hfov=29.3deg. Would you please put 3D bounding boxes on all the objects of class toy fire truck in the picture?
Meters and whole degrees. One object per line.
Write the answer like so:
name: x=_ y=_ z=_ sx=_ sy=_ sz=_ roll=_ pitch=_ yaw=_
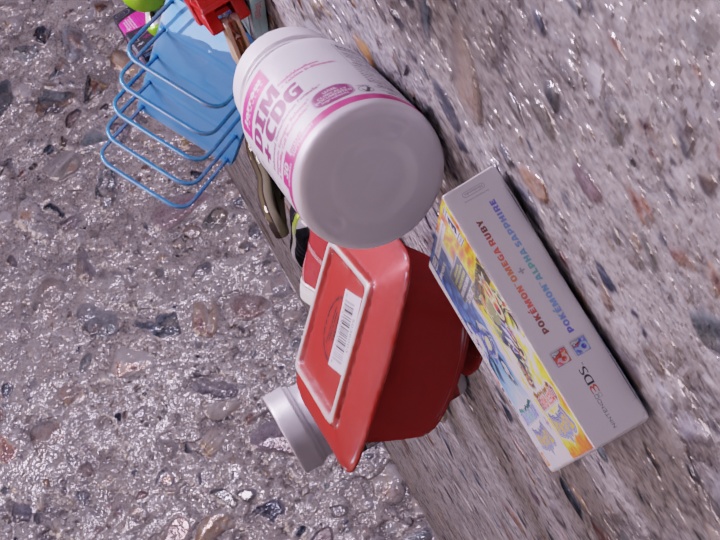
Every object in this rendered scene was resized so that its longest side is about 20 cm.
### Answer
toy fire truck: x=-0.133 y=-0.249 z=1.424 sx=0.141 sy=0.049 sz=0.200 roll=62 pitch=174 yaw=-23

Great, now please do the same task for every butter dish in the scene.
butter dish: x=0.040 y=0.061 z=1.216 sx=0.199 sy=0.147 sz=0.201 roll=-130 pitch=54 yaw=-65

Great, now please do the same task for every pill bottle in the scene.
pill bottle: x=-0.025 y=-0.108 z=1.037 sx=0.114 sy=0.113 sz=0.200 roll=65 pitch=173 yaw=-34
pill bottle: x=0.004 y=0.129 z=1.488 sx=0.116 sy=0.199 sz=0.116 roll=59 pitch=174 yaw=10

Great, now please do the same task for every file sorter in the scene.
file sorter: x=-0.208 y=-0.189 z=1.585 sx=0.138 sy=0.123 sz=0.200 roll=32 pitch=141 yaw=3

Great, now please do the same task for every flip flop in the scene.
flip flop: x=-0.115 y=-0.138 z=1.901 sx=0.081 sy=0.057 sz=0.201 roll=50 pitch=-156 yaw=-56

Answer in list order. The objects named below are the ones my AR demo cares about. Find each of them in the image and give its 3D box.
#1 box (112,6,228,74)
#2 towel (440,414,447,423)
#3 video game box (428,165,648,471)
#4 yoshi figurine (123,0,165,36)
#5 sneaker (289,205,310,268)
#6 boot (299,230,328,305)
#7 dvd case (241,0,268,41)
box: x=-0.220 y=-0.289 z=1.766 sx=0.115 sy=0.132 sz=0.200 roll=61 pitch=174 yaw=-30
towel: x=0.061 y=0.109 z=1.743 sx=0.133 sy=0.034 sz=0.200 roll=56 pitch=171 yaw=30
video game box: x=0.111 y=0.042 z=0.925 sx=0.183 sy=0.047 sz=0.200 roll=57 pitch=174 yaw=11
yoshi figurine: x=-0.256 y=-0.379 z=1.630 sx=0.112 sy=0.112 sz=0.201 roll=-35 pitch=64 yaw=49
sneaker: x=-0.053 y=-0.029 z=1.866 sx=0.083 sy=0.072 sz=0.200 roll=56 pitch=173 yaw=25
boot: x=0.018 y=-0.007 z=1.390 sx=0.200 sy=0.072 sz=0.145 roll=28 pitch=123 yaw=36
dvd case: x=-0.155 y=-0.350 z=1.464 sx=0.201 sy=0.022 sz=0.146 roll=59 pitch=174 yaw=7
